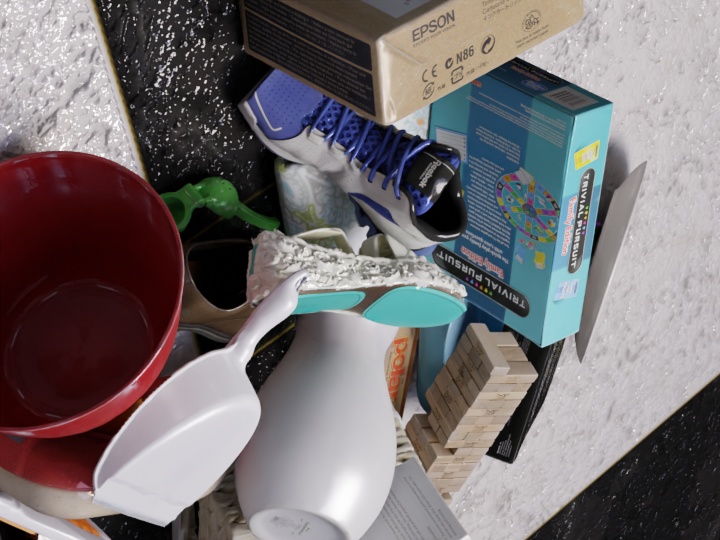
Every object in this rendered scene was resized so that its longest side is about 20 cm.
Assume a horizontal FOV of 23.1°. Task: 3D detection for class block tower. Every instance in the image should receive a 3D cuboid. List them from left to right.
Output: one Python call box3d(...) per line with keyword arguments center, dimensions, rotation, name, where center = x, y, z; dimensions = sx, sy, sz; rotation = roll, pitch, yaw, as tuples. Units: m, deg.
box3d(center=(0.082, 0.136, 1.542), dimensions=(0.058, 0.054, 0.200), rotation=(1, 133, -35), name="block tower")

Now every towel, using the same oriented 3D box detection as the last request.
box3d(center=(0.019, -0.068, 1.442), dimensions=(0.200, 0.048, 0.172), rotation=(-35, 134, -25), name="towel")

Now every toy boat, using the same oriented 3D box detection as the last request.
box3d(center=(-0.179, 0.099, 1.290), dimensions=(0.199, 0.130, 0.131), rotation=(-2, 107, -47), name="toy boat")

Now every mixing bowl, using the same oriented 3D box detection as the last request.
box3d(center=(-0.203, 0.033, 1.175), dimensions=(0.200, 0.200, 0.109), rotation=(-45, 156, -14), name="mixing bowl")

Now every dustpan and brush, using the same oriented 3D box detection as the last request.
box3d(center=(-0.098, 0.082, 1.204), dimensions=(0.200, 0.057, 0.140), rotation=(-41, 157, 3), name="dustpan and brush")

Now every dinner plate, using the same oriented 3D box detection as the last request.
box3d(center=(0.230, -0.010, 1.659), dimensions=(0.200, 0.024, 0.201), rotation=(18, 90, -82), name="dinner plate")

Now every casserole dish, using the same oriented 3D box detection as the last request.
box3d(center=(0.090, 0.054, 1.578), dimensions=(0.121, 0.039, 0.201), rotation=(-49, 155, -35), name="casserole dish")

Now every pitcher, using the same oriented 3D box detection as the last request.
box3d(center=(-0.035, 0.125, 1.370), dimensions=(0.172, 0.121, 0.201), rotation=(118, -13, -55), name="pitcher")

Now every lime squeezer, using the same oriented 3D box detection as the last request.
box3d(center=(-0.134, -0.037, 1.317), dimensions=(0.199, 0.038, 0.071), rotation=(-19, 161, -38), name="lime squeezer")

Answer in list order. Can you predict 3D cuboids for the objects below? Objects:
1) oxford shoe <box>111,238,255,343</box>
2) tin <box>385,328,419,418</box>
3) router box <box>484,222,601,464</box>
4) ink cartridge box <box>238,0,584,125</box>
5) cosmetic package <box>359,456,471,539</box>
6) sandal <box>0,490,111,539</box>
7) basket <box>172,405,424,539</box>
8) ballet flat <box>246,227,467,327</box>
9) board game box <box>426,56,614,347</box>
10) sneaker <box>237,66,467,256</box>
box3d(center=(-0.090, 0.012, 1.313), dimensions=(0.200, 0.084, 0.073), rotation=(-7, 80, -59), name="oxford shoe")
box3d(center=(-0.007, 0.102, 1.542), dimensions=(0.112, 0.042, 0.201), rotation=(-12, 125, -37), name="tin")
box3d(center=(0.162, 0.059, 1.629), dimensions=(0.149, 0.051, 0.201), rotation=(-47, 154, -65), name="router box")
box3d(center=(0.036, -0.199, 1.266), dimensions=(0.200, 0.165, 0.075), rotation=(-31, 134, -29), name="ink cartridge box")
box3d(center=(-0.010, 0.248, 1.362), dimensions=(0.199, 0.108, 0.085), rotation=(-31, 130, -4), name="cosmetic package")
box3d(center=(-0.258, 0.196, 1.316), dimensions=(0.059, 0.079, 0.206), rotation=(-54, 134, 0), name="sandal")
box3d(center=(-0.045, 0.207, 1.466), dimensions=(0.199, 0.123, 0.136), rotation=(-10, 125, -23), name="basket")
box3d(center=(0.000, 0.000, 1.295), dimensions=(0.199, 0.072, 0.072), rotation=(6, 112, -41), name="ballet flat")
box3d(center=(0.118, -0.063, 1.391), dimensions=(0.047, 0.151, 0.201), rotation=(-20, 128, -36), name="board game box")
box3d(center=(0.015, -0.088, 1.307), dimensions=(0.199, 0.115, 0.081), rotation=(44, 69, -20), name="sneaker")
